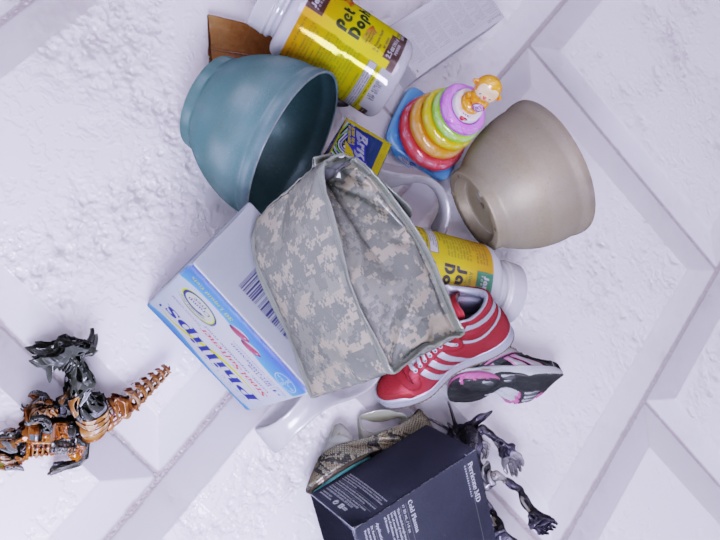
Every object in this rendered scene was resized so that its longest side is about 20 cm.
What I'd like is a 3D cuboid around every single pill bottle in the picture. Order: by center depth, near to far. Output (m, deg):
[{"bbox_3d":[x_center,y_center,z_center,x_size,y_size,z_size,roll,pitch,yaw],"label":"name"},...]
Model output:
[{"bbox_3d":[-0.039,-0.290,1.032,0.197,0.109,0.111,30,68,-12],"label":"pill bottle"},{"bbox_3d":[0.119,0.012,1.099,0.196,0.112,0.116,14,73,-22],"label":"pill bottle"}]

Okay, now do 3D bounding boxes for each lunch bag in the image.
[{"bbox_3d":[-0.016,0.001,0.788,0.116,0.163,0.203,-24,88,-34],"label":"lunch bag"}]

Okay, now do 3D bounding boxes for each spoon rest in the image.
[{"bbox_3d":[-0.044,0.141,1.025,0.100,0.060,0.200,48,65,-9],"label":"spoon rest"},{"bbox_3d":[0.046,-0.121,1.106,0.198,0.099,0.061,31,98,-24],"label":"spoon rest"}]

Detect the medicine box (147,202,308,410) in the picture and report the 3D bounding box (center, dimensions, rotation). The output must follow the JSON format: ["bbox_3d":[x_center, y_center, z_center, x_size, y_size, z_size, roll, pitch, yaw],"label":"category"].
[{"bbox_3d":[-0.125,0.051,0.928,0.183,0.199,0.103,47,60,-8],"label":"medicine box"}]

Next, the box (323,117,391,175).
[{"bbox_3d":[-0.030,-0.102,1.002,0.063,0.200,0.071,28,68,-7],"label":"box"}]

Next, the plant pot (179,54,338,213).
[{"bbox_3d":[-0.132,-0.176,0.994,0.132,0.201,0.202,30,66,11],"label":"plant pot"}]

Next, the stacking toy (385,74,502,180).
[{"bbox_3d":[0.129,-0.209,1.102,0.115,0.199,0.111,32,67,-16],"label":"stacking toy"}]

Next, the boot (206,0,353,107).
[{"bbox_3d":[-0.109,-0.316,1.106,0.195,0.068,0.193,3,85,-17],"label":"boot"}]

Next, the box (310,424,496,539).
[{"bbox_3d":[0.060,0.325,0.978,0.179,0.103,0.204,-23,109,-27],"label":"box"}]

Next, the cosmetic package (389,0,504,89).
[{"bbox_3d":[0.117,-0.354,1.212,0.199,0.051,0.083,-38,94,-26],"label":"cosmetic package"}]

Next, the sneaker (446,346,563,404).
[{"bbox_3d":[0.194,0.125,1.133,0.197,0.081,0.088,9,49,-35],"label":"sneaker"}]

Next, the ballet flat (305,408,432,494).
[{"bbox_3d":[0.006,0.220,1.036,0.196,0.068,0.076,-13,63,-30],"label":"ballet flat"}]

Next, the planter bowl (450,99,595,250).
[{"bbox_3d":[0.207,-0.112,1.134,0.133,0.200,0.203,-28,91,-11],"label":"planter bowl"}]

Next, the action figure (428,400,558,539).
[{"bbox_3d":[0.161,0.270,1.071,0.118,0.102,0.201,-34,52,0],"label":"action figure"}]

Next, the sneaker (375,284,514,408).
[{"bbox_3d":[0.091,0.092,1.037,0.197,0.072,0.113,-31,135,4],"label":"sneaker"}]

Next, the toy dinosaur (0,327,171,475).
[{"bbox_3d":[-0.311,0.142,0.900,0.198,0.101,0.139,-25,106,-45],"label":"toy dinosaur"}]
